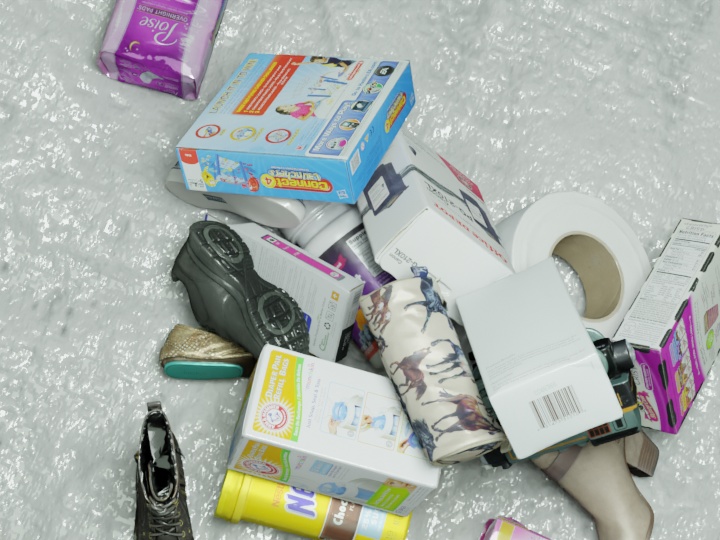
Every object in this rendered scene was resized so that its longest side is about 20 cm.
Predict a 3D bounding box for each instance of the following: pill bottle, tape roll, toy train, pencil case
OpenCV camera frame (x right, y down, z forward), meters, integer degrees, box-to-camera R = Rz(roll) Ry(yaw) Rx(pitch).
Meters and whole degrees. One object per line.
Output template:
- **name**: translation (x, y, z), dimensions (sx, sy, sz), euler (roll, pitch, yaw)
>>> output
- **pill bottle**: translation (0.000, 0.000, 1.612), dimensions (0.111, 0.111, 0.200), euler (-37, 82, -15)
- **tape roll**: translation (0.231, 0.015, 1.620), dimensions (0.202, 0.071, 0.203), euler (11, 67, -27)
- **toy train**: translation (0.197, 0.137, 1.514), dimensions (0.200, 0.085, 0.114), euler (-20, 102, 14)
- **pencil case**: translation (0.074, 0.098, 1.426), dimensions (0.089, 0.078, 0.200), euler (-19, 69, -11)

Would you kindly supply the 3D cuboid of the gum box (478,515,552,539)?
- **gum box**: translation (0.160, 0.370, 1.555), dimensions (0.113, 0.066, 0.200), euler (24, 73, -1)

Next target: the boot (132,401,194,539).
- **boot**: translation (-0.204, 0.245, 1.488), dimensions (0.069, 0.174, 0.200), euler (-8, 76, -9)

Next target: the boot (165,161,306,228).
- **boot**: translation (-0.125, -0.111, 1.606), dimensions (0.200, 0.073, 0.090), euler (16, 67, 37)

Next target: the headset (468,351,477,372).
- **headset**: translation (0.152, 0.126, 1.606), dimensions (0.200, 0.094, 0.124), euler (14, 73, -15)

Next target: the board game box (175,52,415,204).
- **board game box**: translation (-0.066, -0.157, 1.562), dimensions (0.196, 0.056, 0.200), euler (6, 40, 22)

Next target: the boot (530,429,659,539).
- **boot**: translation (0.248, 0.230, 1.583), dimensions (0.146, 0.070, 0.200), euler (29, 59, -20)

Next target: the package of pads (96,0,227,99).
- **package of pads**: translation (-0.219, -0.308, 1.687), dimensions (0.120, 0.076, 0.200), euler (15, 74, 0)

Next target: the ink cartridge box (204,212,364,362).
- **ink cartridge box**: translation (-0.092, 0.015, 1.590), dimensions (0.200, 0.095, 0.037), euler (27, 32, 22)

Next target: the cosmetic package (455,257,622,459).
- **cosmetic package**: translation (0.169, 0.080, 1.413), dimensions (0.113, 0.200, 0.081), euler (-23, 116, 7)

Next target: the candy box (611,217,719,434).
- **candy box**: translation (0.348, 0.059, 1.597), dimensions (0.061, 0.136, 0.200), euler (12, 49, 33)

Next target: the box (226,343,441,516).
- **box**: translation (-0.023, 0.163, 1.475), dimensions (0.200, 0.113, 0.102), euler (17, 62, -8)

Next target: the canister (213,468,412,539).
- **canister**: translation (-0.041, 0.217, 1.563), dimensions (0.200, 0.087, 0.149), euler (16, 71, -4)

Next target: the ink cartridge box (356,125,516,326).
- **ink cartridge box**: translation (0.074, -0.053, 1.566), dimensions (0.145, 0.200, 0.084), euler (36, 111, -29)

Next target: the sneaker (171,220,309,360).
- **sneaker**: translation (-0.129, 0.043, 1.561), dimensions (0.076, 0.091, 0.200), euler (-13, 60, -50)

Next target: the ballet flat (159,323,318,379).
- **ballet flat**: translation (-0.118, 0.089, 1.600), dimensions (0.200, 0.071, 0.065), euler (8, 60, -8)
